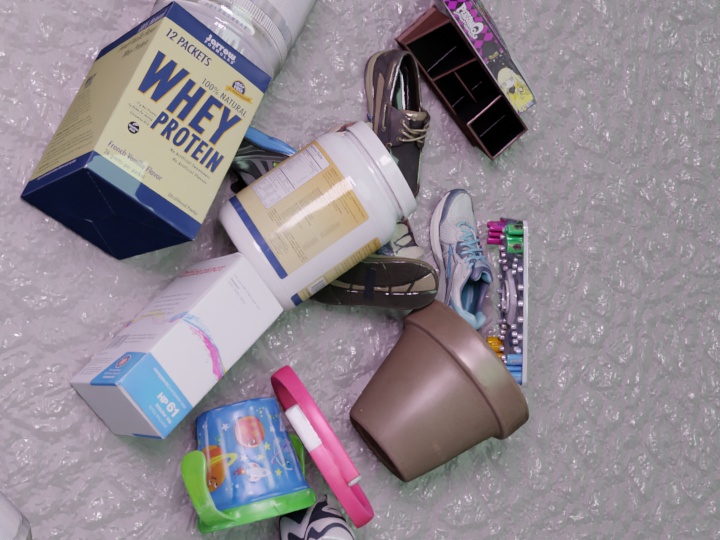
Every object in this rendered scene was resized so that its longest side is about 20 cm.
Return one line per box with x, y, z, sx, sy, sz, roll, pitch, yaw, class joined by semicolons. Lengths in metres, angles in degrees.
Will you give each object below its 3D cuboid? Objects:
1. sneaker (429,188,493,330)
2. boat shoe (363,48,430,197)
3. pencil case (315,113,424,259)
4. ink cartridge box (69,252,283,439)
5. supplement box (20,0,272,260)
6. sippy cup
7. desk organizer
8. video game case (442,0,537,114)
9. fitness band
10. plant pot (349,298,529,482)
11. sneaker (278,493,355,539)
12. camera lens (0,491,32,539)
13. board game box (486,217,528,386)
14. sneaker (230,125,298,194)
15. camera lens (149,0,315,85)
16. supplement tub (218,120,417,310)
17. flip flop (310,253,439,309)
0.145;-0.011;1.490;0.077;0.086;0.204;5;83;-34;sneaker
0.050;-0.191;1.449;0.074;0.073;0.204;-9;90;-34;boat shoe
0.015;-0.093;1.412;0.089;0.077;0.203;-37;107;-54;pencil case
-0.198;0.081;1.207;0.200;0.144;0.085;-48;111;-27;ink cartridge box
-0.229;-0.140;1.175;0.134;0.199;0.202;34;66;-28;supplement box
-0.129;0.217;1.259;0.137;0.178;0.133;-12;80;-6;sippy cup
0.138;-0.249;1.486;0.071;0.077;0.200;-39;118;4;desk organizer
0.166;-0.316;1.490;0.036;0.201;0.182;-32;111;14;video game case
-0.043;0.201;1.272;0.037;0.144;0.202;-31;83;-7;fitness band
0.085;0.167;1.387;0.174;0.200;0.201;-40;108;-12;plant pot
-0.069;0.352;1.315;0.078;0.130;0.202;17;111;-12;sneaker
-0.418;0.239;1.030;0.160;0.159;0.201;-48;111;-28;camera lens
0.189;0.035;1.448;0.025;0.200;0.204;0;94;-1;board game box
-0.114;-0.120;1.343;0.198;0.071;0.084;23;95;-33;sneaker
-0.139;-0.309;1.269;0.159;0.159;0.202;36;66;-26;camera lens
-0.048;-0.065;1.270;0.199;0.144;0.146;-34;106;-4;supplement tub
0.000;0.000;1.374;0.196;0.058;0.083;8;108;0;flip flop
